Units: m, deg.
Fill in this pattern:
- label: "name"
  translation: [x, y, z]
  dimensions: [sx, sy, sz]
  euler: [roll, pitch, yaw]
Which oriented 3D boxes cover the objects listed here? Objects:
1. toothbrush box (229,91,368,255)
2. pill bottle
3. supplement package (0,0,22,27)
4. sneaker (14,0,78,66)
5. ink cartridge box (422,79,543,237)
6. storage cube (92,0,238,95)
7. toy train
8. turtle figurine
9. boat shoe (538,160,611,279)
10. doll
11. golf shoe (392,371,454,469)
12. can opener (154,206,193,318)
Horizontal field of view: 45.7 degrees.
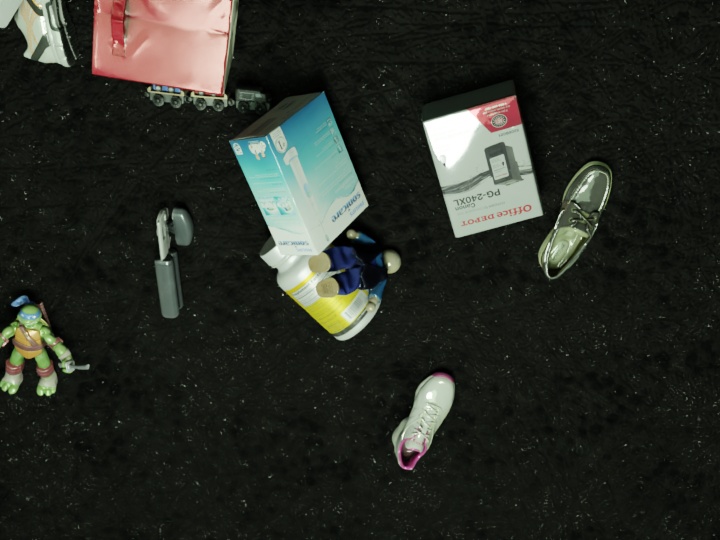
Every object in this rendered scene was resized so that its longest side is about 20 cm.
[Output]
- label: "toothbrush box"
  translation: [-0.088, -0.145, 1.296]
  dimensions: [0.085, 0.147, 0.202]
  euler: [0, 125, 41]
- label: "pill bottle"
  translation: [-0.068, 0.012, 1.411]
  dimensions: [0.111, 0.112, 0.200]
  euler: [-38, 109, 22]
- label: "supplement package"
  translation: [-0.548, -0.453, 1.133]
  dimensions: [0.152, 0.150, 0.200]
  euler: [-44, 84, 24]
- label: "sneaker"
  translation: [-0.472, -0.395, 1.241]
  dimensions: [0.079, 0.074, 0.203]
  euler: [2, 119, 6]
- label: "ink cartridge box"
  translation: [0.188, -0.167, 1.306]
  dimensions: [0.143, 0.084, 0.202]
  euler: [-14, 117, 12]
- label: "storage cube"
  translation: [-0.260, -0.363, 1.175]
  dimensions: [0.177, 0.201, 0.173]
  euler: [8, 119, -7]
- label: "toy train"
  translation: [-0.234, -0.271, 1.312]
  dimensions: [0.197, 0.034, 0.046]
  euler: [5, 116, 1]
- label: "turtle figurine"
  translation: [-0.587, 0.169, 1.506]
  dimensions: [0.201, 0.143, 0.195]
  euler: [50, 143, 24]
- label: "boat shoe"
  translation: [0.344, -0.073, 1.356]
  dimensions: [0.071, 0.066, 0.203]
  euler: [20, 119, -6]
- label: "doll"
  translation: [0.000, 0.000, 1.365]
  dimensions: [0.048, 0.199, 0.138]
  euler: [-19, 87, 36]
- label: "golf shoe"
  translation: [0.119, 0.278, 1.556]
  dimensions: [0.074, 0.092, 0.202]
  euler: [21, 117, -5]
- label: "can opener"
  translation: [-0.313, -0.013, 1.451]
  dimensions: [0.066, 0.054, 0.202]
  euler: [2, 120, 4]
